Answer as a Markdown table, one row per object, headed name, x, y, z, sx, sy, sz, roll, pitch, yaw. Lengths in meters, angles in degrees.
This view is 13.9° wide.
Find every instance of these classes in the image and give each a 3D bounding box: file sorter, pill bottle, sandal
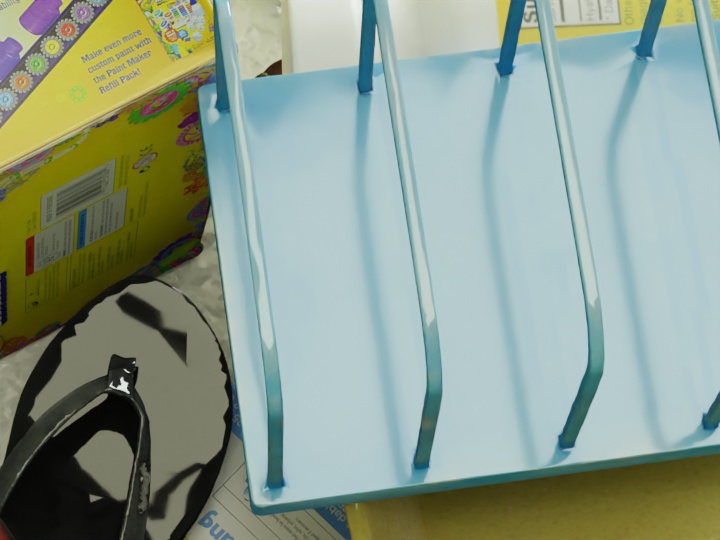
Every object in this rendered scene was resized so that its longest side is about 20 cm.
| name | x | y | z | sx | sy | sz | roll | pitch | yaw |
| --- | --- | --- | --- | --- | --- | --- | --- | --- | --- |
| file sorter | 0.056 | -0.020 | 0.884 | 0.199 | 0.123 | 0.140 | -8 | 73 | -3 |
| pill bottle | 0.074 | -0.066 | 1.018 | 0.199 | 0.111 | 0.112 | -3 | 71 | -4 |
| sandal | -0.103 | 0.092 | 1.017 | 0.076 | 0.043 | 0.201 | 26 | 70 | 2 |

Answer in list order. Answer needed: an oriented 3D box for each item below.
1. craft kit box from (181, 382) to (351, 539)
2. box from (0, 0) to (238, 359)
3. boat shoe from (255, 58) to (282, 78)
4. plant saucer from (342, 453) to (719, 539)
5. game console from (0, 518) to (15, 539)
| name | x | y | z | sx | sy | sz | roll | pitch | yaw |
| --- | --- | --- | --- | --- | --- | --- | --- | --- | --- |
| craft kit box | -0.063 | 0.159 | 1.044 | 0.200 | 0.049 | 0.197 | 43 | 69 | 8 |
| box | -0.146 | -0.091 | 1.035 | 0.122 | 0.200 | 0.193 | -27 | 76 | -15 |
| boat shoe | 0.000 | 0.000 | 1.075 | 0.070 | 0.071 | 0.200 | -25 | 55 | -8 |
| plant saucer | 0.092 | 0.072 | 0.946 | 0.199 | 0.049 | 0.200 | -8 | 37 | -5 |
| game console | -0.233 | 0.062 | 1.016 | 0.199 | 0.119 | 0.173 | -33 | 44 | 18 |
